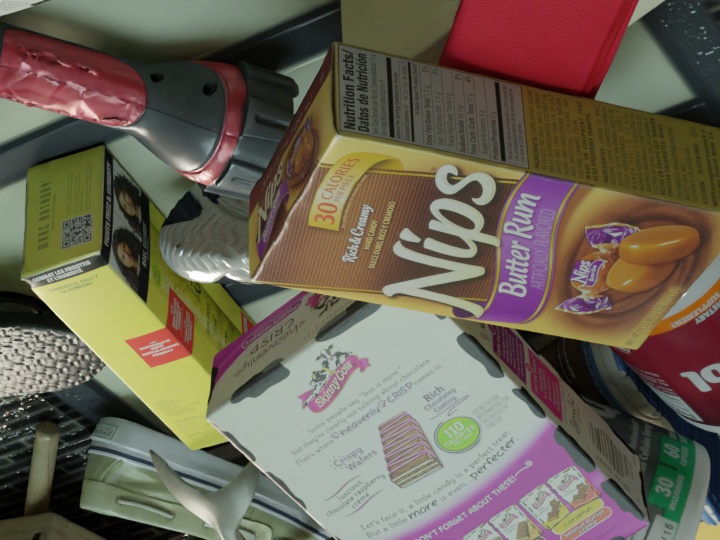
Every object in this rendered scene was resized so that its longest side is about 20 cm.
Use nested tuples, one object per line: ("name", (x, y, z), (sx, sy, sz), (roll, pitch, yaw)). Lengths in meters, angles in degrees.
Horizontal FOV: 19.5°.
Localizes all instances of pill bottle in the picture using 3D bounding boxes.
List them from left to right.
("pill bottle", (0.089, 0.116, 1.199), (0.200, 0.113, 0.113), (21, 142, -3))
("pill bottle", (0.192, 0.019, 1.140), (0.113, 0.113, 0.200), (-22, 142, 25))

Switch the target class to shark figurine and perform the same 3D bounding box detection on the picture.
("shark figurine", (-0.036, 0.170, 1.280), (0.214, 0.129, 0.089), (8, -177, -39))

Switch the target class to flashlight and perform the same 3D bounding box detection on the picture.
("flashlight", (-0.130, -0.087, 1.003), (0.200, 0.068, 0.068), (14, 143, -24))

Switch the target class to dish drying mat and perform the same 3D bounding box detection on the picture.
("dish drying mat", (0.077, -0.101, 0.910), (0.077, 0.018, 0.200), (6, 144, -10))

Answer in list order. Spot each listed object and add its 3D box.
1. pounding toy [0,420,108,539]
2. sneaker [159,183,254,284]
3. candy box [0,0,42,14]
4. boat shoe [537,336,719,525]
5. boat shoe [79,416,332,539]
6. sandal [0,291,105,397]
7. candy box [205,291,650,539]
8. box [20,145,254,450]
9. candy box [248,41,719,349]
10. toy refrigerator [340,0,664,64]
("pounding toy", (-0.212, 0.215, 1.395), (0.184, 0.143, 0.200), (-14, 144, 40))
("sneaker", (0.000, 0.000, 1.125), (0.199, 0.080, 0.130), (-15, 136, 0))
("candy box", (-0.203, -0.134, 0.847), (0.200, 0.061, 0.136), (-13, 173, 34))
("boat shoe", (0.167, 0.095, 1.293), (0.072, 0.072, 0.200), (-16, 133, 25))
("boat shoe", (-0.091, 0.153, 1.337), (0.200, 0.062, 0.072), (25, 169, -25))
("sandal", (-0.224, 0.042, 1.208), (0.200, 0.048, 0.075), (-13, 147, 36))
("candy box", (0.036, 0.087, 1.082), (0.136, 0.061, 0.200), (-35, 116, 20))
("box", (-0.116, 0.020, 1.152), (0.050, 0.075, 0.200), (-15, 142, 16))
("candy box", (0.060, -0.029, 0.949), (0.199, 0.057, 0.117), (11, 143, -17))
("toy refrigerator", (0.082, -0.137, 0.941), (0.070, 0.076, 0.200), (24, 136, -33))
